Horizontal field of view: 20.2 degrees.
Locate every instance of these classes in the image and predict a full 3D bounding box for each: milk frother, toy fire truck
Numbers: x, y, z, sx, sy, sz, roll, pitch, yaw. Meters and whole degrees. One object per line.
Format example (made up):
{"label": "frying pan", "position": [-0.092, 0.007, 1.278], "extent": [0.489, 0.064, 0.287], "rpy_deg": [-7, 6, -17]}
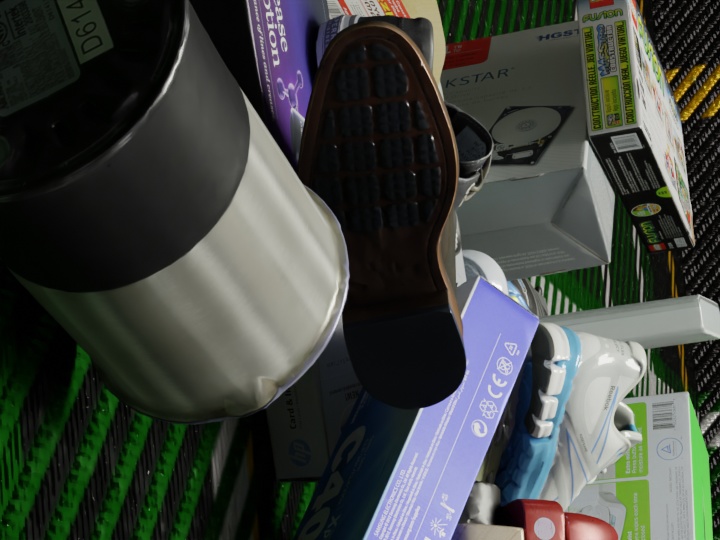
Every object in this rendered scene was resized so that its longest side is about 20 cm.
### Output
{"label": "milk frother", "position": [-0.048, -0.068, 0.752], "extent": [0.188, 0.200, 0.181], "rpy_deg": [57, 25, -58]}
{"label": "toy fire truck", "position": [0.103, 0.197, 1.089], "extent": [0.176, 0.200, 0.129], "rpy_deg": [136, -43, -64]}

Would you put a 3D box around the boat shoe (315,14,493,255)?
{"label": "boat shoe", "position": [0.033, -0.061, 1.018], "extent": [0.200, 0.066, 0.070], "rpy_deg": [67, 20, -52]}

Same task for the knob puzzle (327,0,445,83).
{"label": "knob puzzle", "position": [-0.018, -0.172, 1.115], "extent": [0.220, 0.030, 0.220], "rpy_deg": [42, 30, -30]}

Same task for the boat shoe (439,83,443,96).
{"label": "boat shoe", "position": [0.010, -0.074, 1.211], "extent": [0.072, 0.070, 0.201], "rpy_deg": [67, 23, -59]}

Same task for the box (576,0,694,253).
{"label": "box", "position": [0.183, -0.098, 1.339], "extent": [0.200, 0.035, 0.110], "rpy_deg": [50, 34, -61]}

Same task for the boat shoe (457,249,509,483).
{"label": "boat shoe", "position": [0.056, 0.077, 1.213], "extent": [0.062, 0.072, 0.200], "rpy_deg": [-16, 126, -46]}

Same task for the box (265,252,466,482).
{"label": "box", "position": [0.000, 0.000, 1.098], "extent": [0.156, 0.041, 0.200], "rpy_deg": [-14, 95, -53]}

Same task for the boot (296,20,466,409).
{"label": "boot", "position": [0.009, -0.042, 0.928], "extent": [0.097, 0.075, 0.200], "rpy_deg": [-93, 177, -54]}

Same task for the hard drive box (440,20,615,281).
{"label": "hard drive box", "position": [0.087, -0.076, 1.336], "extent": [0.200, 0.156, 0.077], "rpy_deg": [-77, 153, -55]}

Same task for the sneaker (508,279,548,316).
{"label": "sneaker", "position": [0.132, 0.059, 1.593], "extent": [0.083, 0.071, 0.200], "rpy_deg": [-75, 150, -43]}

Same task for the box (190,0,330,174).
{"label": "box", "position": [-0.060, -0.077, 0.949], "extent": [0.141, 0.079, 0.200], "rpy_deg": [-27, 109, -77]}

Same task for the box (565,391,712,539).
{"label": "box", "position": [0.148, 0.196, 1.380], "extent": [0.097, 0.176, 0.200], "rpy_deg": [63, 24, -50]}

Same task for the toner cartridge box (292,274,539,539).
{"label": "toner cartridge box", "position": [0.016, 0.104, 0.988], "extent": [0.043, 0.095, 0.200], "rpy_deg": [36, 55, -14]}

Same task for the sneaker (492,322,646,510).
{"label": "sneaker", "position": [0.125, 0.116, 1.240], "extent": [0.075, 0.087, 0.200], "rpy_deg": [-104, -158, -44]}

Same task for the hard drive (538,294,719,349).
{"label": "hard drive", "position": [0.140, 0.046, 1.380], "extent": [0.132, 0.200, 0.026], "rpy_deg": [14, 68, -74]}
